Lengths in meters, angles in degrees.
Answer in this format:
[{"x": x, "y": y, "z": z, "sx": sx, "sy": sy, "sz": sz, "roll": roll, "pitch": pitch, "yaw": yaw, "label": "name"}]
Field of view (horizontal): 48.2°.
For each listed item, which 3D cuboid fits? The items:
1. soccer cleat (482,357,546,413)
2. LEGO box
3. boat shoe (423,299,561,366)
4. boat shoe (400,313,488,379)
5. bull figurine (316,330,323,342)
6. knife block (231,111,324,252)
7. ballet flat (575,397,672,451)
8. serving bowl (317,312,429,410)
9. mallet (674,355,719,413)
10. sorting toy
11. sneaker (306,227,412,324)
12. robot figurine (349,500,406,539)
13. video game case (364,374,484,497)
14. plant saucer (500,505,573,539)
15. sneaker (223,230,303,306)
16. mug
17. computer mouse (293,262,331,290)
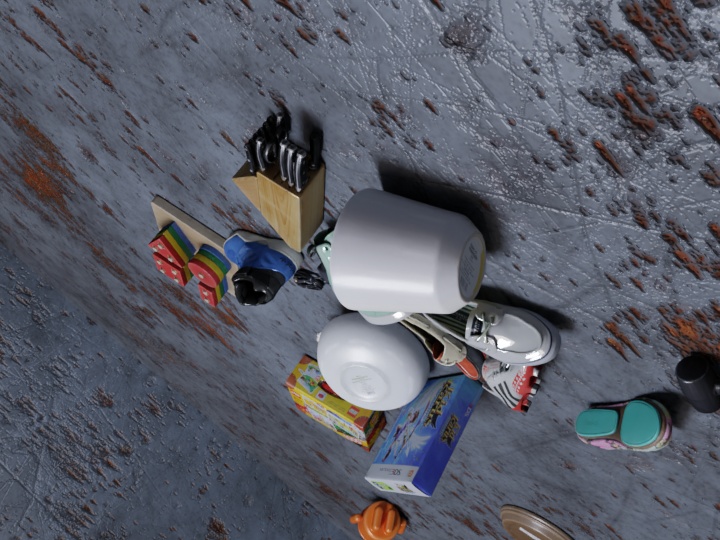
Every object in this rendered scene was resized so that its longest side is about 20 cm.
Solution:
[{"x": 0.212, "y": 0.141, "z": 1.126, "sx": 0.084, "sy": 0.069, "sz": 0.201, "roll": 24, "pitch": 158, "yaw": 16, "label": "soccer cleat"}, {"x": -0.050, "y": 0.288, "z": 1.736, "sx": 0.198, "sy": 0.078, "sz": 0.150, "roll": 26, "pitch": 155, "yaw": 22, "label": "LEGO box"}, {"x": 0.160, "y": 0.077, "z": 1.044, "sx": 0.198, "sy": 0.075, "sz": 0.066, "roll": 12, "pitch": -178, "yaw": 45, "label": "boat shoe"}, {"x": 0.121, "y": 0.101, "z": 1.181, "sx": 0.071, "sy": 0.063, "sz": 0.200, "roll": 1, "pitch": 140, "yaw": 50, "label": "boat shoe"}, {"x": 0.005, "y": 0.169, "z": 1.441, "sx": 0.120, "sy": 0.065, "sz": 0.201, "roll": -21, "pitch": 117, "yaw": 32, "label": "bull figurine"}, {"x": -0.081, "y": -0.112, "z": 1.064, "sx": 0.174, "sy": 0.064, "sz": 0.201, "roll": 6, "pitch": 142, "yaw": 51, "label": "knife block"}, {"x": 0.361, "y": 0.209, "z": 1.058, "sx": 0.070, "sy": 0.070, "sz": 0.200, "roll": 21, "pitch": 163, "yaw": -12, "label": "ballet flat"}, {"x": 0.014, "y": 0.167, "z": 1.349, "sx": 0.197, "sy": 0.066, "sz": 0.202, "roll": 11, "pitch": 132, "yaw": 13, "label": "serving bowl"}, {"x": 0.436, "y": 0.135, "z": 0.848, "sx": 0.198, "sy": 0.041, "sz": 0.066, "roll": 8, "pitch": 144, "yaw": 41, "label": "mallet"}, {"x": -0.324, "y": -0.021, "z": 1.558, "sx": 0.199, "sy": 0.070, "sz": 0.199, "roll": 32, "pitch": 156, "yaw": 10, "label": "sorting toy"}, {"x": 0.000, "y": 0.000, "z": 1.120, "sx": 0.199, "sy": 0.074, "sz": 0.119, "roll": 20, "pitch": 145, "yaw": 52, "label": "sneaker"}, {"x": 0.056, "y": 0.751, "z": 2.394, "sx": 0.118, "sy": 0.142, "sz": 0.200, "roll": 62, "pitch": 161, "yaw": 15, "label": "robot figurine"}, {"x": 0.104, "y": 0.273, "z": 1.343, "sx": 0.045, "sy": 0.201, "sz": 0.181, "roll": 37, "pitch": 157, "yaw": -14, "label": "video game case"}, {"x": 0.384, "y": 0.573, "z": 1.727, "sx": 0.199, "sy": 0.030, "sz": 0.201, "roll": 31, "pitch": 156, "yaw": 15, "label": "plant saucer"}, {"x": -0.193, "y": 0.001, "z": 1.365, "sx": 0.198, "sy": 0.112, "sz": 0.077, "roll": 12, "pitch": 147, "yaw": 44, "label": "sneaker"}, {"x": 0.074, "y": -0.021, "z": 0.974, "sx": 0.151, "sy": 0.186, "sz": 0.152, "roll": 9, "pitch": 114, "yaw": 30, "label": "mug"}, {"x": -0.065, "y": 0.015, "z": 1.313, "sx": 0.059, "sy": 0.034, "sz": 0.199, "roll": 43, "pitch": 156, "yaw": -16, "label": "computer mouse"}]
